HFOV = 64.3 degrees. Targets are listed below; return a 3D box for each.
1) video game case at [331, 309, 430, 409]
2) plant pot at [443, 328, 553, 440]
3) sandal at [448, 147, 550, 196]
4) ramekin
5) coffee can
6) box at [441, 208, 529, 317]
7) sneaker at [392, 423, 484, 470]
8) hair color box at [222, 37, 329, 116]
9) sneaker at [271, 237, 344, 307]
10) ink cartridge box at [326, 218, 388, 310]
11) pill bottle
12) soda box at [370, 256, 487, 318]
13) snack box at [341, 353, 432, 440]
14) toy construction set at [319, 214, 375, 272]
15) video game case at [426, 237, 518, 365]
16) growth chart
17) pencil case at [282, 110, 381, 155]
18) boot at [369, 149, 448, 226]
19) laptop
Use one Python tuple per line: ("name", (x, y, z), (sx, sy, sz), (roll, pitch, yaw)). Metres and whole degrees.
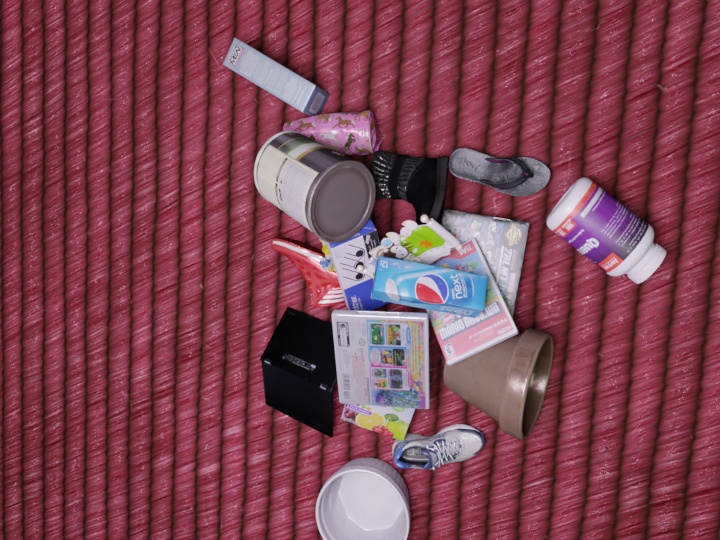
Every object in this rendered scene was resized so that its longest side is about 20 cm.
("video game case", (0.041, 0.169, 1.079), (0.178, 0.024, 0.204), (1, 115, 11))
("plant pot", (0.255, 0.195, 1.088), (0.172, 0.199, 0.205), (14, 98, 28))
("sandal", (0.268, -0.189, 1.108), (0.196, 0.048, 0.077), (11, 99, 8))
("ramekin", (0.012, 0.494, 1.203), (0.196, 0.105, 0.205), (1, 95, 13))
("coffee can", (-0.087, -0.158, 1.052), (0.199, 0.145, 0.149), (35, 104, 42))
("box", (0.220, -0.011, 1.137), (0.194, 0.050, 0.205), (9, 96, 12))
("sneaker", (0.157, 0.372, 1.167), (0.196, 0.085, 0.079), (-16, 91, 13))
("hair color box", (-0.170, -0.390, 1.171), (0.198, 0.099, 0.061), (33, 102, 9))
("sneaker", (-0.112, 0.012, 1.205), (0.197, 0.078, 0.118), (22, 98, 12))
("ink cartridge box", (0.000, 0.000, 1.118), (0.092, 0.202, 0.045), (-23, 45, -7))
("pill bottle", (0.448, -0.069, 1.045), (0.199, 0.112, 0.113), (39, 102, 8))
("soda box", (0.120, 0.030, 1.020), (0.195, 0.068, 0.066), (10, 74, -1))
("snack box", (0.049, 0.237, 1.155), (0.139, 0.053, 0.203), (17, 120, 2))
("toy construction set", (-0.038, -0.108, 1.158), (0.130, 0.092, 0.204), (-27, 59, 25))
("video game case", (0.191, 0.056, 1.074), (0.141, 0.017, 0.203), (-28, 62, 16))
("growth chart", (0.086, -0.029, 1.051), (0.199, 0.143, 0.018), (-35, 46, 37))
("pencil case", (-0.059, -0.270, 1.165), (0.195, 0.087, 0.085), (-4, 75, 15))
("boot", (0.085, -0.145, 1.104), (0.154, 0.214, 0.080), (6, 139, 9))
("laptop", (-0.110, 0.217, 1.235), (0.184, 0.116, 0.203), (18, 71, 25))
